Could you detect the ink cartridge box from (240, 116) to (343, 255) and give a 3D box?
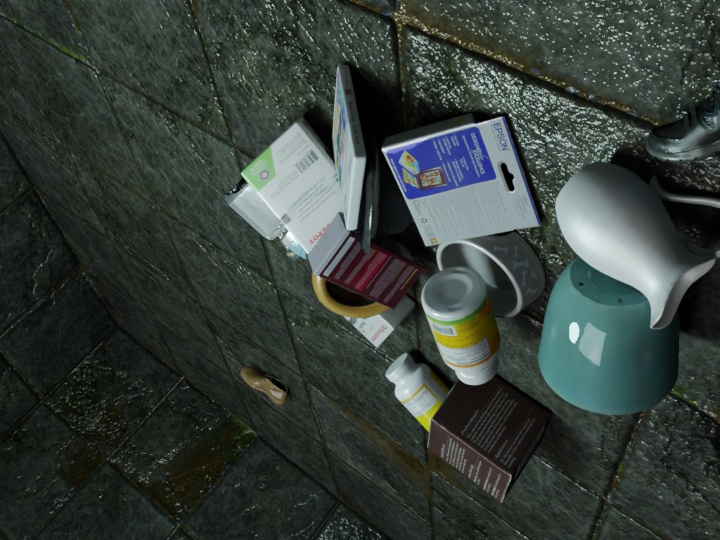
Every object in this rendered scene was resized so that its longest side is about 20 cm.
[{"bbox_3d":[-0.100,-0.155,1.447,0.201,0.145,0.084,50,-168,-13],"label":"ink cartridge box"}]

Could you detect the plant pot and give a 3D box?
[{"bbox_3d":[0.348,0.069,1.090,0.198,0.200,0.164,24,140,34],"label":"plant pot"}]

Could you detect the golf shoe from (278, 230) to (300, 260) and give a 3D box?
[{"bbox_3d":[-0.133,-0.080,1.710,0.095,0.078,0.199,50,153,-13],"label":"golf shoe"}]

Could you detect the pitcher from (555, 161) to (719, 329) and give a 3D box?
[{"bbox_3d":[0.356,-0.058,0.977,0.201,0.171,0.121,51,-170,27],"label":"pitcher"}]

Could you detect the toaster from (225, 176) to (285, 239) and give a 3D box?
[{"bbox_3d":[-0.177,-0.153,1.574,0.129,0.114,0.199,45,125,-13],"label":"toaster"}]

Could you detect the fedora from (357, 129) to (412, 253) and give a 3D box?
[{"bbox_3d":[0.045,-0.129,1.306,0.089,0.205,0.202,0,151,-4],"label":"fedora"}]

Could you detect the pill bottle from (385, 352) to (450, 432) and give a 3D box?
[{"bbox_3d":[0.149,0.288,1.813,0.200,0.104,0.104,47,154,-6],"label":"pill bottle"}]

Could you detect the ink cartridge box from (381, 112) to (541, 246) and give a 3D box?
[{"bbox_3d":[0.157,-0.138,1.197,0.196,0.048,0.200,-11,126,25],"label":"ink cartridge box"}]

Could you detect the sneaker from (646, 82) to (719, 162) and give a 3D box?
[{"bbox_3d":[0.390,-0.169,0.825,0.198,0.073,0.084,-8,108,53],"label":"sneaker"}]

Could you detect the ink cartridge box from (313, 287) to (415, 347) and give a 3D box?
[{"bbox_3d":[0.007,0.056,1.695,0.199,0.084,0.146,43,155,4],"label":"ink cartridge box"}]

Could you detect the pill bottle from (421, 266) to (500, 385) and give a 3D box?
[{"bbox_3d":[0.179,0.101,1.342,0.110,0.111,0.202,20,147,39],"label":"pill bottle"}]

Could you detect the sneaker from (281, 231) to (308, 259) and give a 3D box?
[{"bbox_3d":[-0.079,-0.095,1.577,0.082,0.074,0.200,40,136,-6],"label":"sneaker"}]

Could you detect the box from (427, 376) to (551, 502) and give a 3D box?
[{"bbox_3d":[0.266,0.337,1.640,0.198,0.166,0.166,33,154,22],"label":"box"}]

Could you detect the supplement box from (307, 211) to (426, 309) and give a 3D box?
[{"bbox_3d":[0.013,-0.015,1.449,0.197,0.109,0.061,25,-155,-33],"label":"supplement box"}]

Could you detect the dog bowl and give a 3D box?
[{"bbox_3d":[0.214,-0.003,1.331,0.198,0.059,0.202,34,154,19],"label":"dog bowl"}]

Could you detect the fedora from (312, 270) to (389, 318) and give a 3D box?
[{"bbox_3d":[0.000,0.000,1.572,0.195,0.082,0.205,0,121,0],"label":"fedora"}]

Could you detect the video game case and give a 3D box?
[{"bbox_3d":[-0.021,-0.198,1.293,0.201,0.023,0.186,98,164,-61],"label":"video game case"}]

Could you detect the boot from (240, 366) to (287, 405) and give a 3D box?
[{"bbox_3d":[-0.332,0.383,2.736,0.197,0.074,0.077,32,134,16],"label":"boot"}]
